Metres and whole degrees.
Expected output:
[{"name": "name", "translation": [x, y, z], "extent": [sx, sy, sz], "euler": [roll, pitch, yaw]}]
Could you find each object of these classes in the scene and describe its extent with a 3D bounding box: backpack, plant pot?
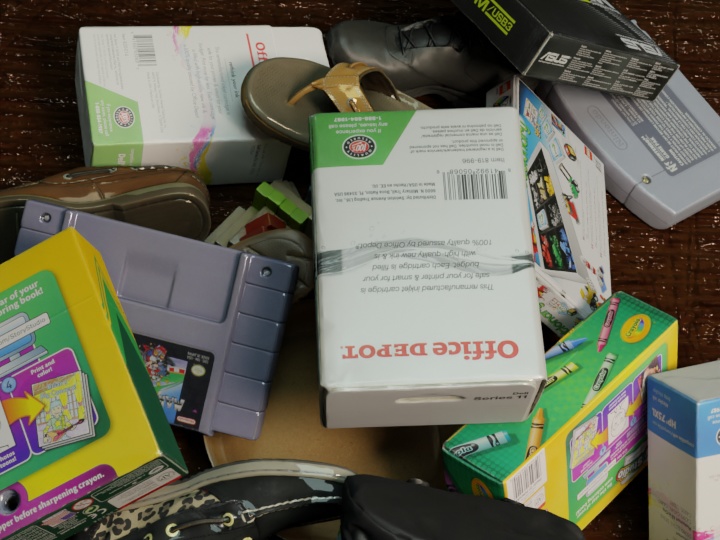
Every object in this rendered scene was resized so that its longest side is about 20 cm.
[{"name": "backpack", "translation": [0.044, 0.250, 0.838], "extent": [0.162, 0.202, 0.154], "euler": [14, 20, -3]}, {"name": "plant pot", "translation": [-0.019, 0.114, 0.995], "extent": [0.198, 0.028, 0.202], "euler": [7, 57, -10]}]

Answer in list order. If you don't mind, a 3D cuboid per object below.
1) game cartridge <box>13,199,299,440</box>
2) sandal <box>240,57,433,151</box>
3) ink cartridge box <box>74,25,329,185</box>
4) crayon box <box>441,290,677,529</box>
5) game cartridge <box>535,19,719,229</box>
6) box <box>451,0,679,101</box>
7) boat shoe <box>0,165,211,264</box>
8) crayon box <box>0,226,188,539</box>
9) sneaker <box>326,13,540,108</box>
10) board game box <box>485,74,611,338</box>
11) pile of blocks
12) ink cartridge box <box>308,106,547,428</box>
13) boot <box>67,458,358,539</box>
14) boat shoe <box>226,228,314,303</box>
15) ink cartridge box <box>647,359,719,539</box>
[{"name": "game cartridge", "translation": [-0.152, 0.036, 0.950], "extent": [0.198, 0.038, 0.131], "euler": [13, 87, 7]}, {"name": "sandal", "translation": [0.006, -0.126, 1.057], "extent": [0.198, 0.054, 0.081], "euler": [16, 55, -14]}, {"name": "ink cartridge box", "translation": [-0.123, -0.132, 1.095], "extent": [0.198, 0.067, 0.118], "euler": [-3, 60, -17]}, {"name": "crayon box", "translation": [0.146, 0.121, 0.971], "extent": [0.058, 0.120, 0.200], "euler": [27, 51, 37]}, {"name": "game cartridge", "translation": [0.244, -0.133, 1.210], "extent": [0.132, 0.042, 0.201], "euler": [-27, 69, -22]}, {"name": "box", "translation": [0.146, -0.225, 1.143], "extent": [0.199, 0.048, 0.193], "euler": [2, 39, -47]}, {"name": "boat shoe", "translation": [-0.211, -0.039, 1.023], "extent": [0.198, 0.073, 0.068], "euler": [-4, 32, -9]}, {"name": "crayon box", "translation": [-0.235, 0.096, 0.885], "extent": [0.199, 0.058, 0.174], "euler": [-27, 65, 2]}, {"name": "sneaker", "translation": [0.067, -0.184, 1.144], "extent": [0.198, 0.091, 0.077], "euler": [6, 58, -26]}, {"name": "board game box", "translation": [0.147, -0.046, 1.075], "extent": [0.126, 0.034, 0.201], "euler": [39, 38, -30]}, {"name": "pile of blocks", "translation": [-0.027, -0.056, 1.076], "extent": [0.199, 0.062, 0.082], "euler": [-21, 66, -25]}, {"name": "ink cartridge box", "translation": [0.040, -0.001, 0.911], "extent": [0.145, 0.083, 0.202], "euler": [-1, 64, -2]}, {"name": "boot", "translation": [-0.093, 0.208, 0.871], "extent": [0.201, 0.074, 0.155], "euler": [-10, 61, 8]}, {"name": "boat shoe", "translation": [-0.122, 0.018, 1.000], "extent": [0.198, 0.072, 0.073], "euler": [-18, 87, 3]}, {"name": "ink cartridge box", "translation": [0.269, 0.168, 0.974], "extent": [0.115, 0.067, 0.202], "euler": [-9, 106, -19]}]
